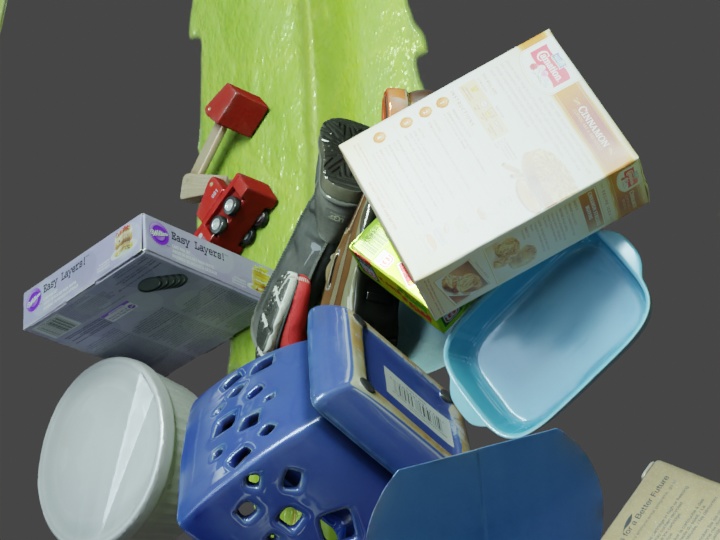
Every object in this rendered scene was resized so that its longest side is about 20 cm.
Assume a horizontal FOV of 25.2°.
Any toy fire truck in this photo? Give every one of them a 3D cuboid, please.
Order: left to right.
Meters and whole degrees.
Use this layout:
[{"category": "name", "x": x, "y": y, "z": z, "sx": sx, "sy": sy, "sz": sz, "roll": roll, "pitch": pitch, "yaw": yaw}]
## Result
[{"category": "toy fire truck", "x": -0.154, "y": -0.082, "z": 1.708, "sx": 0.200, "sy": 0.049, "sz": 0.141, "roll": -53, "pitch": 44, "yaw": 17}]

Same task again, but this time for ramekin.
[{"category": "ramekin", "x": -0.232, "y": 0.195, "z": 1.642, "sx": 0.202, "sy": 0.094, "sz": 0.203, "roll": -20, "pitch": 60, "yaw": 40}]

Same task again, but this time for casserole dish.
[{"category": "casserole dish", "x": 0.157, "y": 0.051, "z": 1.324, "sx": 0.200, "sy": 0.039, "sz": 0.121, "roll": -46, "pitch": 60, "yaw": 15}]

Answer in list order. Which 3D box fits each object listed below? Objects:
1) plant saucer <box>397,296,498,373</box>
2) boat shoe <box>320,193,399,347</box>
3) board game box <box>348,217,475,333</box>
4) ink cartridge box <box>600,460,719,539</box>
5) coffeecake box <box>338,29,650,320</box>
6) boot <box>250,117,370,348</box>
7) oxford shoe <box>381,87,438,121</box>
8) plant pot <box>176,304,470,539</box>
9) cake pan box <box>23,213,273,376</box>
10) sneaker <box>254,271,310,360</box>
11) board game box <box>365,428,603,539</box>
[{"category": "plant saucer", "x": 0.069, "y": 0.003, "z": 1.454, "sx": 0.201, "sy": 0.039, "sz": 0.201, "roll": -20, "pitch": 60, "yaw": 39}, {"category": "boat shoe", "x": 0.000, "y": 0.000, "z": 1.444, "sx": 0.074, "sy": 0.076, "sz": 0.200, "roll": 6, "pitch": 78, "yaw": 50}, {"category": "board game box", "x": 0.097, "y": -0.054, "z": 1.370, "sx": 0.102, "sy": 0.048, "sz": 0.200, "roll": 38, "pitch": 79, "yaw": 30}, {"category": "ink cartridge box", "x": 0.226, "y": 0.250, "z": 1.117, "sx": 0.165, "sy": 0.075, "sz": 0.200, "roll": 19, "pitch": 64, "yaw": 48}, {"category": "coffeecake box", "x": 0.108, "y": -0.079, "z": 1.308, "sx": 0.200, "sy": 0.073, "sz": 0.154, "roll": -29, "pitch": 57, "yaw": 1}, {"category": "boot", "x": -0.042, "y": -0.031, "z": 1.559, "sx": 0.182, "sy": 0.073, "sz": 0.200, "roll": -70, "pitch": -2, "yaw": -60}, {"category": "oxford shoe", "x": 0.056, "y": -0.129, "z": 1.461, "sx": 0.200, "sy": 0.073, "sz": 0.071, "roll": -100, "pitch": 9, "yaw": -85}, {"category": "plant pot", "x": -0.018, "y": 0.159, "z": 1.332, "sx": 0.180, "sy": 0.200, "sz": 0.200, "roll": -44, "pitch": 18, "yaw": 15}, {"category": "cake pan box", "x": -0.213, "y": 0.033, "z": 1.622, "sx": 0.200, "sy": 0.184, "sz": 0.052, "roll": -32, "pitch": 49, "yaw": 34}, {"category": "sneaker", "x": -0.056, "y": 0.095, "z": 1.490, "sx": 0.077, "sy": 0.085, "sz": 0.200, "roll": -107, "pitch": 22, "yaw": -69}, {"category": "board game box", "x": 0.091, "y": 0.202, "z": 1.247, "sx": 0.039, "sy": 0.200, "sz": 0.158, "roll": -139, "pitch": 40, "yaw": -64}]
